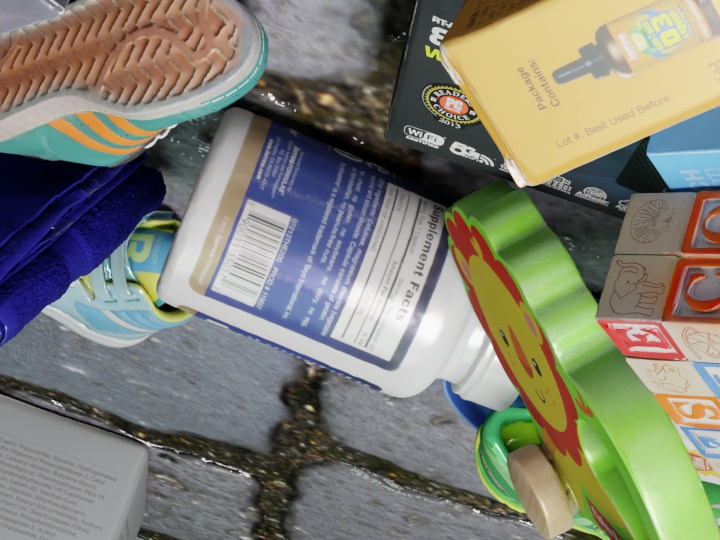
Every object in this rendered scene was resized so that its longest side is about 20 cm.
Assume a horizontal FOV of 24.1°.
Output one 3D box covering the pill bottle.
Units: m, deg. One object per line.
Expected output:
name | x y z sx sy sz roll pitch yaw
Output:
pill bottle | 0.000 0.000 0.901 0.198 0.112 0.111 23 155 -7

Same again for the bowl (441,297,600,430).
bowl | 0.149 0.076 1.031 0.198 0.040 0.201 16 155 8

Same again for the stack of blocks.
stack of blocks | 0.190 0.047 0.676 0.114 0.059 0.200 1 148 37

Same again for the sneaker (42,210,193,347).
sneaker | -0.181 -0.019 1.033 0.199 0.080 0.130 24 158 -32

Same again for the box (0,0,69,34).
box | -0.207 -0.169 0.706 0.199 0.116 0.132 -7 145 43

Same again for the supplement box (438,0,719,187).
supplement box | 0.128 -0.102 0.577 0.199 0.069 0.067 -23 115 26

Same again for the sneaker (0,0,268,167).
sneaker | -0.119 -0.096 0.857 0.198 0.072 0.080 -5 164 32

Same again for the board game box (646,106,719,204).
board game box | 0.221 -0.008 0.660 0.152 0.041 0.200 0 148 38

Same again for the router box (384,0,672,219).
router box | 0.116 -0.085 0.707 0.198 0.063 0.150 18 153 3

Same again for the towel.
towel | -0.209 -0.030 0.920 0.146 0.200 0.050 13 117 15

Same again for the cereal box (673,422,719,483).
cereal box | 0.229 0.076 0.862 0.198 0.040 0.144 11 152 20

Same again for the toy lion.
toy lion | 0.100 0.057 0.773 0.193 0.068 0.200 68 172 -27

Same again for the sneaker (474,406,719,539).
sneaker | 0.158 0.126 0.992 0.198 0.075 0.084 10 157 19

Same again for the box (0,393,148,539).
box | -0.305 0.230 1.500 0.198 0.173 0.199 19 155 1
